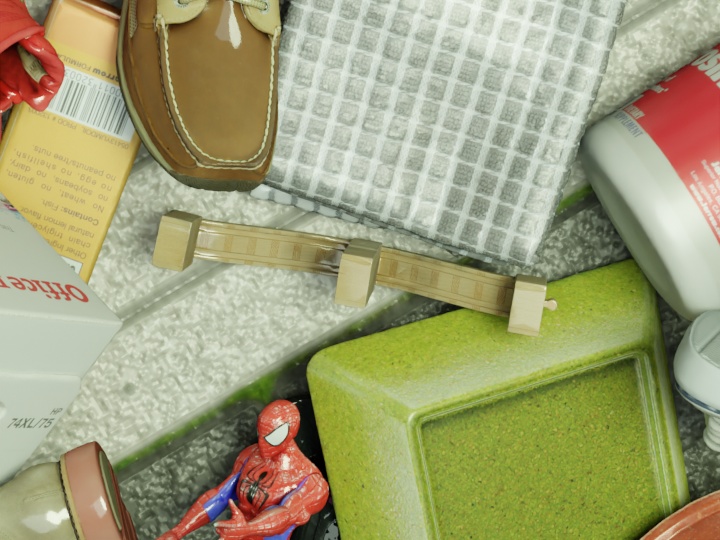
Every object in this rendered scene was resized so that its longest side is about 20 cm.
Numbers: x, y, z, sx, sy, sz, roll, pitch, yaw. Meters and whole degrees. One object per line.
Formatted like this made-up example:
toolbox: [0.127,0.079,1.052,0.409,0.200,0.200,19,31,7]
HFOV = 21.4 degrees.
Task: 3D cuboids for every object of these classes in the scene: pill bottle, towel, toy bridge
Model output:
pill bottle: [0.217,-0.071,0.940,0.199,0.112,0.113,-32,102,0]
towel: [0.039,-0.110,0.928,0.164,0.086,0.202,16,98,-8]
toy bridge: [0.000,0.000,0.950,0.198,0.067,0.027,10,98,3]

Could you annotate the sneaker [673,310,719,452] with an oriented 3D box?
sneaker: [0.197,0.063,0.929,0.073,0.200,0.071,29,105,25]

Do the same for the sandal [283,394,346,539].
sandal: [0.004,0.159,0.990,0.075,0.048,0.202,-19,101,-3]

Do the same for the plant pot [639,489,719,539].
plant pot: [0.230,0.236,0.923,0.199,0.195,0.203,-11,116,-23]

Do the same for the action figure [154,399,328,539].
action figure: [-0.068,0.162,0.946,0.099,0.065,0.202,-8,114,-48]

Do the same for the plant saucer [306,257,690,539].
plant saucer: [0.088,0.115,0.966,0.198,0.048,0.202,-15,102,-19]

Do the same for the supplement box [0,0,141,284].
supplement box: [-0.153,-0.032,0.931,0.068,0.067,0.201,22,97,-11]

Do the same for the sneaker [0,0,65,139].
sneaker: [-0.172,-0.104,0.856,0.084,0.201,0.077,20,127,-10]

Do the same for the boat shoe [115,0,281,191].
boat shoe: [-0.072,-0.135,0.868,0.075,0.074,0.202,0,62,-19]

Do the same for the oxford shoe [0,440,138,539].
oxford shoe: [-0.142,0.145,0.916,0.074,0.071,0.201,-15,146,-7]

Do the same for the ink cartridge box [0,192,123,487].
ink cartridge box: [-0.240,0.010,0.838,0.200,0.146,0.146,44,104,22]
